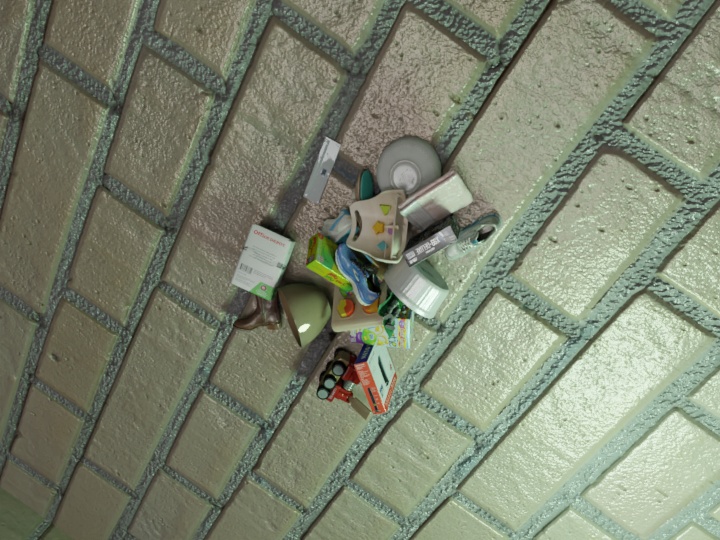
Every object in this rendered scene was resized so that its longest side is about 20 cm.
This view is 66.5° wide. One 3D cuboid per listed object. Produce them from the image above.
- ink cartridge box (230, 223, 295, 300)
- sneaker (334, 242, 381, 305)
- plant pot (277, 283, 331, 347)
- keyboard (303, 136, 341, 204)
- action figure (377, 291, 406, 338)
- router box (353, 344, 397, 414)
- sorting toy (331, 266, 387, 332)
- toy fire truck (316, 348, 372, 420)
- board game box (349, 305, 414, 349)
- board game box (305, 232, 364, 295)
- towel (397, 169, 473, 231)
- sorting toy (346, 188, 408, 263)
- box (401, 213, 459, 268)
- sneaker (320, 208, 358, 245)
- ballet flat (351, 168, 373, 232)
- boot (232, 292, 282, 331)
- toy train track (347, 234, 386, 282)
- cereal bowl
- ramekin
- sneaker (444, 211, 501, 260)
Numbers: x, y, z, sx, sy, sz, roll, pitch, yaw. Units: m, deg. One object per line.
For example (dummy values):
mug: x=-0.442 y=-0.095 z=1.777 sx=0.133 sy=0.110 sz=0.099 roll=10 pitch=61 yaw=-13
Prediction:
ink cartridge box: x=-0.310 y=-0.028 z=1.766 sx=0.142 sy=0.084 sz=0.206 roll=23 pitch=94 yaw=4
sneaker: x=0.000 y=0.000 z=1.633 sx=0.088 sy=0.078 sz=0.203 roll=-30 pitch=96 yaw=39
plant pot: x=-0.171 y=0.126 z=1.781 sx=0.131 sy=0.200 sz=0.206 roll=-22 pitch=107 yaw=-15
keyboard: x=-0.119 y=-0.304 z=1.686 sx=0.055 sy=0.011 sz=0.204 roll=24 pitch=115 yaw=-1
action figure: x=0.111 y=0.098 z=1.673 sx=0.053 sy=0.201 sz=0.121 roll=-1 pitch=121 yaw=22
router box: x=0.053 y=0.327 z=1.773 sx=0.047 sy=0.201 sz=0.184 roll=-15 pitch=107 yaw=20
sorting toy: x=-0.005 y=0.082 z=1.717 sx=0.179 sy=0.206 sz=0.037 roll=-10 pitch=148 yaw=18
toy fire truck: x=-0.035 y=0.398 z=1.877 sx=0.196 sy=0.130 sz=0.178 roll=29 pitch=115 yaw=-11
board game box: x=0.070 y=0.172 z=1.763 sx=0.193 sy=0.105 sz=0.107 roll=4 pitch=112 yaw=12
board game box: x=-0.074 y=-0.018 z=1.669 sx=0.047 sy=0.104 sz=0.198 roll=-28 pitch=133 yaw=36
towel: x=0.214 y=-0.188 z=1.541 sx=0.188 sy=0.199 sz=0.033 roll=-31 pitch=67 yaw=15
sorting toy: x=0.044 y=-0.128 z=1.597 sx=0.174 sy=0.106 sz=0.208 roll=6 pitch=87 yaw=19
box: x=0.205 y=-0.088 z=1.570 sx=0.155 sy=0.200 sz=0.051 roll=-30 pitch=97 yaw=17
sneaker: x=-0.092 y=-0.112 z=1.722 sx=0.198 sy=0.076 sz=0.083 roll=-35 pitch=74 yaw=29
ballet flat: x=0.005 y=-0.203 z=1.663 sx=0.066 sy=0.067 sz=0.207 roll=8 pitch=113 yaw=41
boot: x=-0.358 y=0.101 z=1.870 sx=0.179 sy=0.065 sz=0.207 roll=-3 pitch=113 yaw=1
toy train track: x=0.028 y=-0.028 z=1.687 sx=0.032 sy=0.116 sz=0.200 roll=-37 pitch=104 yaw=29
cereal bowl: x=0.135 y=-0.279 z=1.587 sx=0.193 sy=0.084 sz=0.207 roll=5 pitch=111 yaw=13
ramekin: x=0.172 y=0.037 z=1.638 sx=0.199 sy=0.201 sz=0.098 roll=39 pitch=108 yaw=-3
sneaker: x=0.323 y=-0.093 z=1.607 sx=0.199 sy=0.087 sz=0.075 roll=-39 pitch=99 yaw=25
